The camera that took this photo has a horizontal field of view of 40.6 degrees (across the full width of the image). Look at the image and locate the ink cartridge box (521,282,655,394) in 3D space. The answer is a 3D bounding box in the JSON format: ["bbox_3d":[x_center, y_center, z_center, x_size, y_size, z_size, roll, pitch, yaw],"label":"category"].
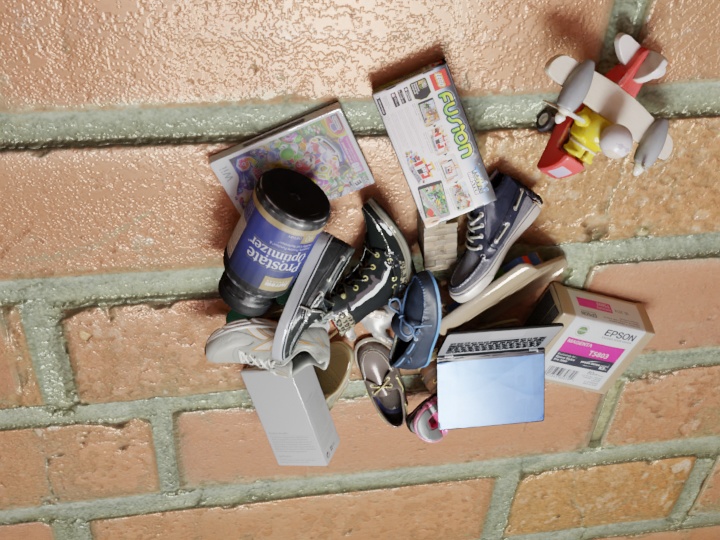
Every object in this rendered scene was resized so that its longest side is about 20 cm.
[{"bbox_3d":[0.378,0.120,1.679,0.196,0.076,0.166,12,130,-21],"label":"ink cartridge box"}]

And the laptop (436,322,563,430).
[{"bbox_3d":[0.221,0.172,1.563,0.183,0.118,0.201,-4,161,-5],"label":"laptop"}]

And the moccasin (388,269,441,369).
[{"bbox_3d":[0.080,0.088,1.492,0.067,0.081,0.203,-9,132,-14],"label":"moccasin"}]

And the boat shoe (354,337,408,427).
[{"bbox_3d":[0.040,0.196,1.687,0.070,0.060,0.202,-17,134,4],"label":"boat shoe"}]

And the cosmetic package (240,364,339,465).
[{"bbox_3d":[-0.114,0.226,1.618,0.100,0.074,0.203,-4,119,24],"label":"cosmetic package"}]

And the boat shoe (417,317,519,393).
[{"bbox_3d":[0.188,0.143,1.650,0.198,0.069,0.072,-30,160,19],"label":"boat shoe"}]

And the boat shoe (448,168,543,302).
[{"bbox_3d":[0.177,-0.056,1.446,0.092,0.075,0.201,37,89,-32],"label":"boat shoe"}]

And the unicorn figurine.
[{"bbox_3d":[0.046,0.081,1.582,0.198,0.074,0.138,-36,124,2],"label":"unicorn figurine"}]

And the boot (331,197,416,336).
[{"bbox_3d":[0.001,0.001,1.459,0.152,0.074,0.205,-32,138,-7],"label":"boot"}]

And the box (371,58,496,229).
[{"bbox_3d":[0.101,-0.169,1.318,0.108,0.035,0.203,-20,109,8],"label":"box"}]

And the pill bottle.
[{"bbox_3d":[-0.128,-0.035,1.372,0.110,0.113,0.201,13,129,-23],"label":"pill bottle"}]

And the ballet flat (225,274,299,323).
[{"bbox_3d":[-0.120,0.051,1.515,0.198,0.069,0.072,-34,138,22],"label":"ballet flat"}]

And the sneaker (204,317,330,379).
[{"bbox_3d":[-0.138,0.123,1.478,0.196,0.093,0.076,-10,149,-4],"label":"sneaker"}]

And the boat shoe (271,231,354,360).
[{"bbox_3d":[-0.067,0.047,1.415,0.067,0.074,0.202,25,94,5],"label":"boat shoe"}]

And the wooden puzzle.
[{"bbox_3d":[0.221,0.028,1.536,0.184,0.047,0.199,-38,165,25],"label":"wooden puzzle"}]

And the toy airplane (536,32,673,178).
[{"bbox_3d":[0.339,-0.211,1.310,0.196,0.143,0.202,-9,134,-3],"label":"toy airplane"}]

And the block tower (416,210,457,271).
[{"bbox_3d":[0.113,-0.092,1.435,0.053,0.058,0.203,-8,132,-4],"label":"block tower"}]

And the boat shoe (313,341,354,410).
[{"bbox_3d":[-0.054,0.188,1.663,0.065,0.072,0.202,-26,151,-47],"label":"boat shoe"}]

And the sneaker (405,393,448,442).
[{"bbox_3d":[0.159,0.228,1.722,0.198,0.080,0.095,-30,-177,-23],"label":"sneaker"}]

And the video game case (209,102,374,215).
[{"bbox_3d":[-0.094,-0.141,1.369,0.197,0.018,0.144,-21,134,8],"label":"video game case"}]
